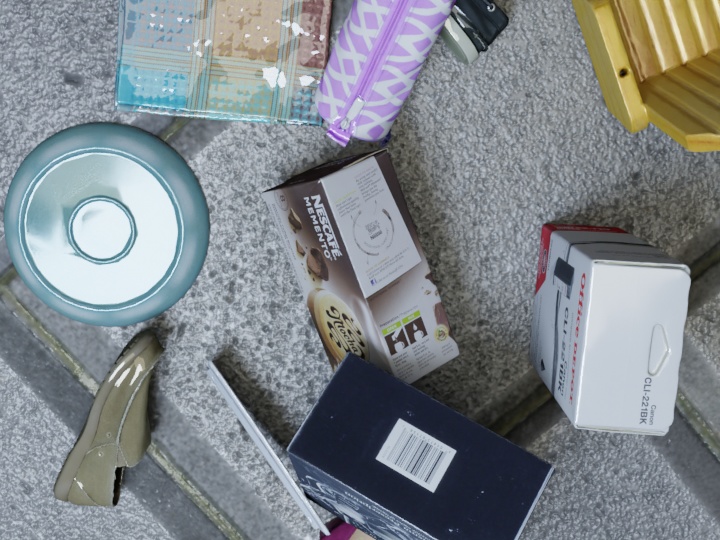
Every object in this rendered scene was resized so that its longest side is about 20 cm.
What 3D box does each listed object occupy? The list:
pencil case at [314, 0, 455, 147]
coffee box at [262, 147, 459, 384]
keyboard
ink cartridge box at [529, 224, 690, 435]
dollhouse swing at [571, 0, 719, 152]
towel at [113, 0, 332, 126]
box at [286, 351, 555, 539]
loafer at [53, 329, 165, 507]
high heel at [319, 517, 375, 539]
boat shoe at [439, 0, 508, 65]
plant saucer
[{"bbox_3d":[0.022,-0.202,0.837,0.084,0.086,0.200,31,131,5],"label":"pencil case"},{"bbox_3d":[0.000,0.000,0.891,0.080,0.113,0.201,-27,103,-30],"label":"coffee box"},{"bbox_3d":[-0.091,0.171,0.942,0.011,0.056,0.200,-35,88,-18],"label":"keyboard"},{"bbox_3d":[0.216,0.045,0.872,0.083,0.200,0.145,3,101,-3],"label":"ink cartridge box"},{"bbox_3d":[0.314,-0.218,0.837,0.199,0.176,0.182,-21,101,4],"label":"dollhouse swing"},{"bbox_3d":[-0.128,-0.213,0.902,0.199,0.022,0.147,5,102,-3],"label":"towel"},{"bbox_3d":[0.051,0.189,0.862,0.199,0.182,0.104,28,70,15],"label":"box"},{"bbox_3d":[-0.232,0.148,0.947,0.067,0.076,0.201,27,109,-7],"label":"loafer"},{"bbox_3d":[0.042,0.243,0.958,0.200,0.096,0.068,-37,100,6],"label":"high heel"},{"bbox_3d":[0.066,-0.285,0.868,0.066,0.075,0.200,-36,99,1],"label":"boat shoe"},{"bbox_3d":[-0.246,-0.040,0.930,0.199,0.027,0.201,0,101,-2],"label":"plant saucer"}]
